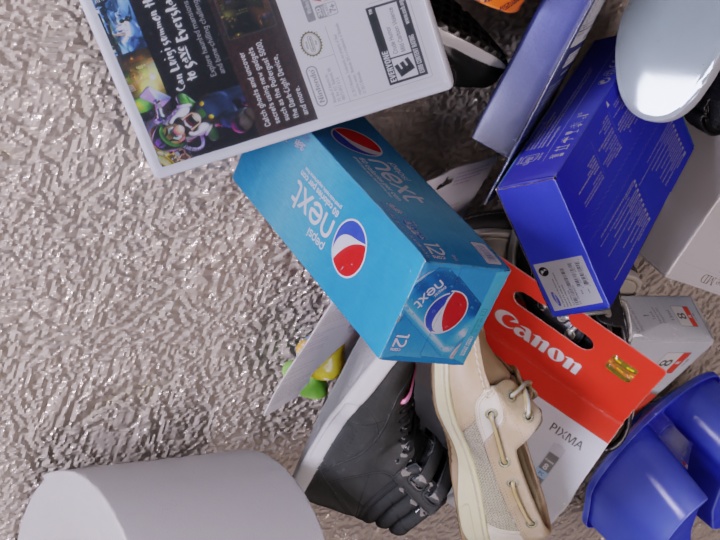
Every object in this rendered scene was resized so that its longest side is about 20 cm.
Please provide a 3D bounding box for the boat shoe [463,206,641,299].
[{"bbox_3d":[0.119,-0.015,1.283,0.199,0.057,0.067,14,133,-46],"label":"boat shoe"}]

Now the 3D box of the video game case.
[{"bbox_3d":[-0.060,-0.159,1.004,0.181,0.023,0.201,-17,126,4],"label":"video game case"}]

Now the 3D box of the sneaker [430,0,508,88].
[{"bbox_3d":[-0.006,-0.133,1.102,0.199,0.070,0.090,15,119,-37],"label":"sneaker"}]

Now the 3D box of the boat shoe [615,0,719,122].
[{"bbox_3d":[0.222,-0.188,1.172,0.091,0.071,0.201,7,99,-64],"label":"boat shoe"}]

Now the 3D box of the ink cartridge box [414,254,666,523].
[{"bbox_3d":[0.090,0.088,1.236,0.047,0.160,0.200,-53,176,-40],"label":"ink cartridge box"}]

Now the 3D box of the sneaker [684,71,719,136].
[{"bbox_3d":[0.277,-0.180,1.231,0.073,0.112,0.201,8,119,-43],"label":"sneaker"}]

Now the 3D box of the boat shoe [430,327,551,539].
[{"bbox_3d":[0.085,0.088,1.186,0.065,0.072,0.201,-5,114,11],"label":"boat shoe"}]

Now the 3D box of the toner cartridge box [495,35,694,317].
[{"bbox_3d":[0.153,-0.066,1.171,0.200,0.043,0.095,-53,126,-49],"label":"toner cartridge box"}]

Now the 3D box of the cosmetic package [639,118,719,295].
[{"bbox_3d":[0.276,-0.087,1.325,0.107,0.085,0.201,14,113,-45],"label":"cosmetic package"}]

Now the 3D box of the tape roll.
[{"bbox_3d":[-0.122,0.222,1.197,0.139,0.203,0.203,-2,124,-33],"label":"tape roll"}]

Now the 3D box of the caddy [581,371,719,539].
[{"bbox_3d":[0.244,0.158,1.472,0.141,0.105,0.200,-39,158,-15],"label":"caddy"}]

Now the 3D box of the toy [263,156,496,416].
[{"bbox_3d":[0.000,0.000,1.212,0.115,0.047,0.200,-24,149,-54],"label":"toy"}]

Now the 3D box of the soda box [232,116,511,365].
[{"bbox_3d":[0.001,-0.029,1.085,0.064,0.200,0.068,7,119,-36],"label":"soda box"}]

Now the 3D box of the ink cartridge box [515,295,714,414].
[{"bbox_3d":[0.137,0.081,1.345,0.199,0.050,0.162,-3,146,-38],"label":"ink cartridge box"}]

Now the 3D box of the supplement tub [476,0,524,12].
[{"bbox_3d":[0.097,-0.254,1.035,0.122,0.123,0.201,13,114,-42],"label":"supplement tub"}]

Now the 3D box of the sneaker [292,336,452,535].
[{"bbox_3d":[0.028,0.100,1.214,0.099,0.071,0.200,24,135,-3],"label":"sneaker"}]

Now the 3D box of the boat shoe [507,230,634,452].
[{"bbox_3d":[0.146,0.038,1.235,0.074,0.060,0.201,-17,127,-10],"label":"boat shoe"}]

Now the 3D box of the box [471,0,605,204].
[{"bbox_3d":[0.120,-0.141,1.151,0.201,0.032,0.121,-64,173,15],"label":"box"}]
